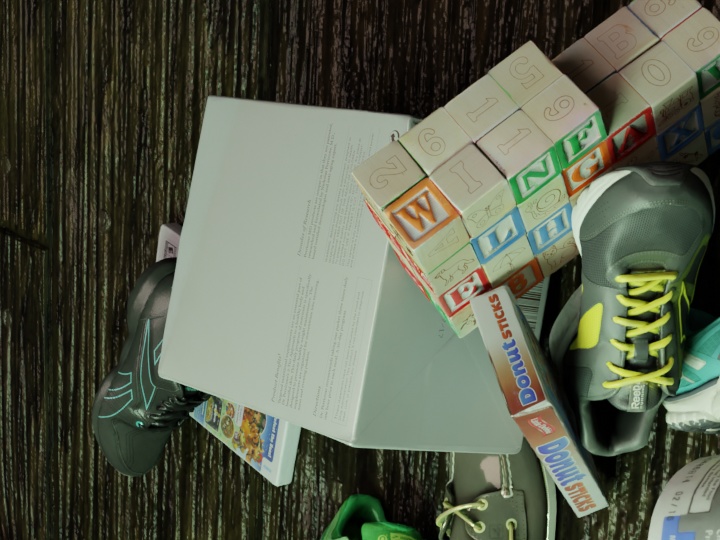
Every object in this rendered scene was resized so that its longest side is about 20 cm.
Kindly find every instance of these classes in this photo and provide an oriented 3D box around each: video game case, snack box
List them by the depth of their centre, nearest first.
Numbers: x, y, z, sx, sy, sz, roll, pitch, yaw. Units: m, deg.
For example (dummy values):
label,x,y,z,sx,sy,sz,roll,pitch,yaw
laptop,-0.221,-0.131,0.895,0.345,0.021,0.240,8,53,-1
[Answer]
label,x,y,z,sx,sy,sz,roll,pitch,yaw
snack box,0.105,0.079,0.897,0.024,0.200,0.072,-21,62,8
video game case,-0.109,0.064,1.275,0.200,0.018,0.144,32,120,43

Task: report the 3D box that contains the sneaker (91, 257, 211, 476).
label,x,y,z,sx,sy,sz,roll,pitch,yaw
sneaker,-0.160,0.091,1.269,0.079,0.075,0.200,39,125,37

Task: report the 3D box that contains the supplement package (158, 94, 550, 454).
label,x,y,z,sx,sy,sz,roll,pitch,yaw
supplement package,0.000,0.000,1.001,0.200,0.147,0.192,13,93,49

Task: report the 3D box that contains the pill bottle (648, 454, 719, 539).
label,x,y,z,sx,sy,sz,roll,pitch,yaw
pill bottle,0.250,0.139,0.776,0.200,0.114,0.114,-17,84,51

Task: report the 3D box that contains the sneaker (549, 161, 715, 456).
label,x,y,z,sx,sy,sz,roll,pitch,yaw
sneaker,0.149,0.024,0.833,0.200,0.074,0.085,91,174,-53

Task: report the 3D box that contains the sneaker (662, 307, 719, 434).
label,x,y,z,sx,sy,sz,roll,pitch,yaw
sneaker,0.221,0.036,0.819,0.200,0.077,0.080,-23,67,58

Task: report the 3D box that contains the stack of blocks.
label,x,y,z,sx,sy,sz,roll,pitch,yaw
stack of blocks,0.104,-0.064,0.831,0.059,0.200,0.115,52,177,30

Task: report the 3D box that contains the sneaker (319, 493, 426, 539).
label,x,y,z,sx,sy,sz,roll,pitch,yaw
sneaker,0.012,0.217,1.081,0.200,0.074,0.084,-132,56,-61

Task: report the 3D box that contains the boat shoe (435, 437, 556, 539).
label,x,y,z,sx,sy,sz,roll,pitch,yaw
boat shoe,0.085,0.173,1.025,0.072,0.060,0.202,-4,94,52
